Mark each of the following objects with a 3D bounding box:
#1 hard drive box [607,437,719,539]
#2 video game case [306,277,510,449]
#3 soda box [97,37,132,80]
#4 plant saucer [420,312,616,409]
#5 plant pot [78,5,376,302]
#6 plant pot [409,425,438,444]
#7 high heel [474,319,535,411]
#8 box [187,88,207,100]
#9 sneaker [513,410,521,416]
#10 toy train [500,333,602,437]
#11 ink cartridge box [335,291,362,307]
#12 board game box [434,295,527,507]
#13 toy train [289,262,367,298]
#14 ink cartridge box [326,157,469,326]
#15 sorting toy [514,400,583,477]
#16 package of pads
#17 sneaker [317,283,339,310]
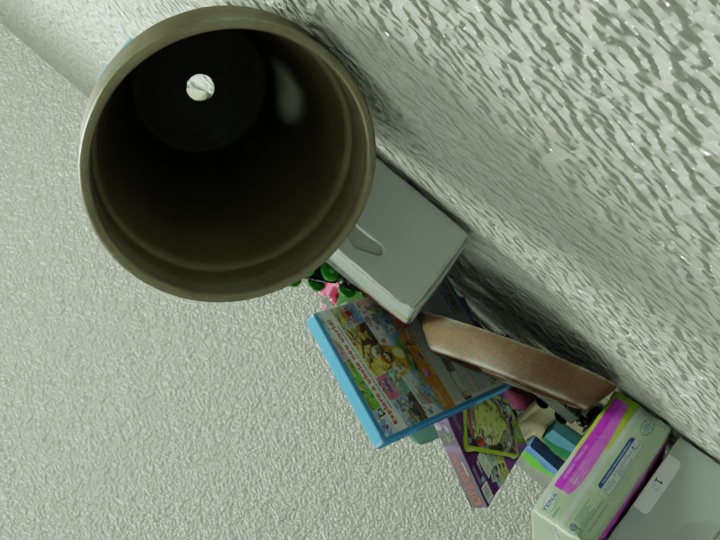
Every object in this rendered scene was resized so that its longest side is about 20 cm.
[{"bbox_3d":[0.304,0.269,0.940,0.076,0.157,0.200,35,172,28],"label":"hard drive box"},{"bbox_3d":[0.054,0.086,0.977,0.198,0.018,0.145,-15,-113,-43],"label":"video game case"},{"bbox_3d":[-0.254,-0.214,1.287,0.200,0.068,0.064,42,174,-18],"label":"soda box"},{"bbox_3d":[0.145,0.091,0.920,0.197,0.035,0.200,20,176,2],"label":"plant saucer"},{"bbox_3d":[-0.107,-0.106,0.698,0.200,0.200,0.174,43,-172,-33],"label":"plant pot"},{"bbox_3d":[0.081,0.137,1.322,0.200,0.162,0.201,39,173,5],"label":"plant pot"},{"bbox_3d":[0.160,0.101,1.144,0.199,0.068,0.096,39,158,-20],"label":"high heel"},{"bbox_3d":[-0.233,-0.130,1.233,0.093,0.078,0.202,11,138,15],"label":"box"},{"bbox_3d":[0.241,0.195,1.300,0.079,0.075,0.200,24,-178,-14],"label":"sneaker"},{"bbox_3d":[0.216,0.134,1.049,0.199,0.046,0.034,38,136,-2],"label":"toy train"},{"bbox_3d":[0.025,0.054,1.128,0.105,0.059,0.200,55,-166,-11],"label":"ink cartridge box"},{"bbox_3d":[0.120,0.146,1.073,0.032,0.120,0.203,-11,109,42],"label":"board game box"},{"bbox_3d":[0.000,0.000,1.038,0.197,0.057,0.042,12,151,-33],"label":"toy train"},{"bbox_3d":[0.016,-0.029,0.884,0.145,0.083,0.200,40,175,5],"label":"ink cartridge box"},{"bbox_3d":[0.265,0.234,1.147,0.198,0.037,0.186,30,155,4],"label":"sorting toy"},{"bbox_3d":[0.234,0.226,0.945,0.068,0.155,0.201,31,156,27],"label":"package of pads"},{"bbox_3d":[-0.025,-0.008,1.305,0.094,0.080,0.201,0,-136,-33],"label":"sneaker"}]
